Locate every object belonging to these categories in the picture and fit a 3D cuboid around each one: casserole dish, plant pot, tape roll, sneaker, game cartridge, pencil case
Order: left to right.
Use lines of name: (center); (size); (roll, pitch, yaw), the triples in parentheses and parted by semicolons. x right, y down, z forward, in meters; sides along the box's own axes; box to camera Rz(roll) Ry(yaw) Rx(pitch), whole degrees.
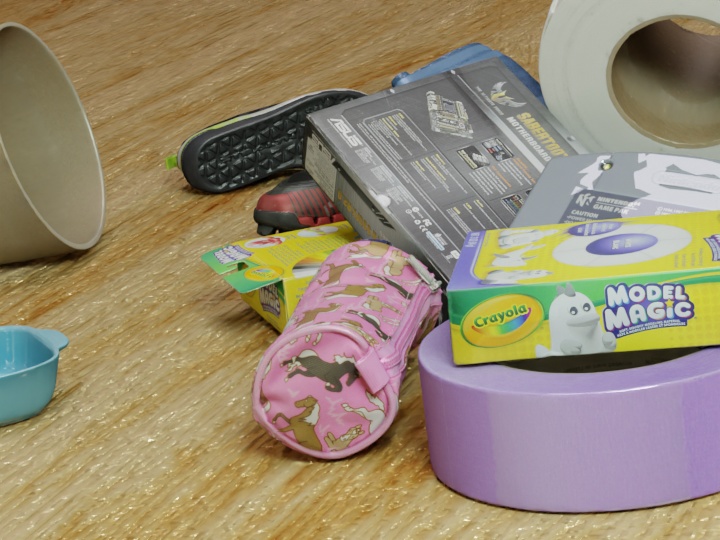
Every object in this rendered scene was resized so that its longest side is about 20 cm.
casserole dish: (-0.276, 0.078, 1.367); (0.200, 0.039, 0.121); (-14, 16, -20)
plant pot: (-0.334, -0.077, 1.753); (0.200, 0.188, 0.187); (-18, 12, 16)
sneaker: (-0.075, -0.121, 1.951); (0.200, 0.072, 0.083); (-12, 14, -16)
pencil case: (-0.005, 0.043, 1.287); (0.083, 0.087, 0.200); (26, 19, 2)
sneaker: (-0.002, -0.082, 1.722); (0.200, 0.098, 0.071); (-18, 20, -32)
tape roll: (0.133, 0.062, 1.178); (0.200, 0.066, 0.200); (-6, 15, 2)
game cartridge: (0.184, -0.011, 1.330); (0.200, 0.041, 0.133); (12, 59, 33)
tape roll: (0.232, -0.167, 1.511); (0.202, 0.203, 0.139); (-2, 39, 20)

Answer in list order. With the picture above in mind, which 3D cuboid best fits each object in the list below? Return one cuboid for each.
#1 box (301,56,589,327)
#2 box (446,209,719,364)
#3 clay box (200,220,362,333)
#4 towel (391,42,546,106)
box: (0.076, -0.051, 1.466); (0.158, 0.048, 0.200); (-19, 49, -26)
box: (0.151, 0.006, 1.167); (0.199, 0.048, 0.117); (-3, 16, 9)
clay box: (0.000, 0.000, 1.506); (0.200, 0.048, 0.115); (-12, 17, -16)
towel: (0.115, -0.084, 1.581); (0.112, 0.049, 0.200); (-26, 54, -33)
